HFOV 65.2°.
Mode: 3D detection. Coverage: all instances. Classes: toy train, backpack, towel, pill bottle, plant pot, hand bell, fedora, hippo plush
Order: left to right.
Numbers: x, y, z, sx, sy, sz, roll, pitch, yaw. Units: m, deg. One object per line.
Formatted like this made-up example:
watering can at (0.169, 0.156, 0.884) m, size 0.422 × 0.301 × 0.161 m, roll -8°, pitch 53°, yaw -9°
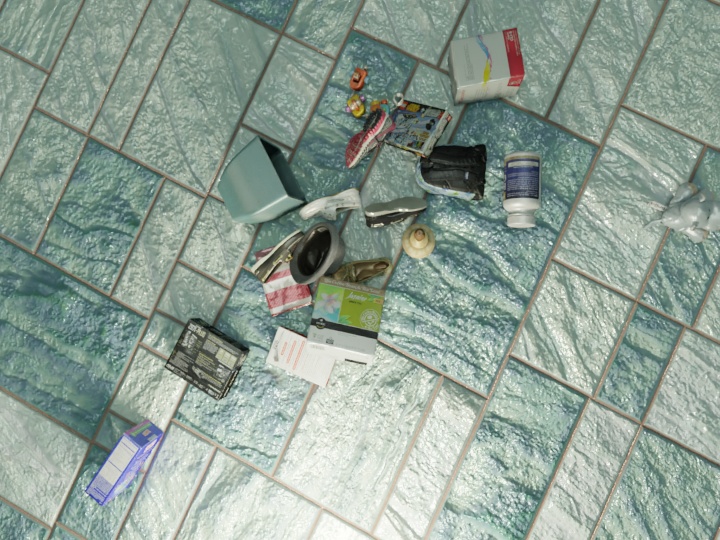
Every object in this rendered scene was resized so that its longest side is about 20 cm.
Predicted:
plant pot at (-0.305, -0.244, 1.672) m, size 0.196 × 0.196 × 0.200 m, roll -29°, pitch 85°, yaw 11°
towel at (-0.236, 0.022, 1.728) m, size 0.140 × 0.023 × 0.206 m, roll -17°, pitch 85°, yaw 4°
fedora at (-0.115, -0.043, 1.672) m, size 0.202 × 0.089 × 0.178 m, roll -53°, pitch 44°, yaw 14°
toy train at (0.027, -0.533, 1.709) m, size 0.197 × 0.055 × 0.153 m, roll 34°, pitch 95°, yaw 17°
hand bell at (0.168, -0.097, 1.611) m, size 0.100 × 0.200 × 0.108 m, roll 0°, pitch 86°, yaw 5°
backpack at (0.257, -0.291, 1.656) m, size 0.193 × 0.153 × 0.169 m, roll 2°, pitch 89°, yaw -15°
pill bottle at (0.470, -0.233, 1.638) m, size 0.107 × 0.111 × 0.208 m, roll 2°, pitch 86°, yaw 5°
hippo plush at (0.932, -0.177, 1.570) m, size 0.194 × 0.161 × 0.165 m, roll 15°, pitch 88°, yaw 5°

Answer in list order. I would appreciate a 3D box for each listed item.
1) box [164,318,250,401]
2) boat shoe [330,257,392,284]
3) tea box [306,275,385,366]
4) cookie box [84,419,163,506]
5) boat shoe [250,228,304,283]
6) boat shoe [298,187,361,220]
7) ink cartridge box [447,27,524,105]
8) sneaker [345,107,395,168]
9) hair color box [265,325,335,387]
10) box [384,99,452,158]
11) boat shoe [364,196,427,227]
box at (-0.461, 0.265, 1.699) m, size 0.196 × 0.086 × 0.167 m, roll 28°, pitch 89°, yaw 6°
boat shoe at (0.000, 0.000, 1.688) m, size 0.194 × 0.063 × 0.076 m, roll -18°, pitch 86°, yaw 4°
tea box at (-0.042, 0.148, 1.617) m, size 0.193 × 0.134 × 0.203 m, roll 11°, pitch 68°, yaw 0°
cookie box at (-0.690, 0.560, 1.660) m, size 0.074 × 0.171 × 0.203 m, roll 35°, pitch 89°, yaw 3°
boat shoe at (-0.237, -0.044, 1.688) m, size 0.200 × 0.072 × 0.061 m, roll -40°, pitch 88°, yaw 10°
boat shoe at (-0.089, -0.185, 1.703) m, size 0.194 × 0.071 × 0.071 m, roll -20°, pitch 83°, yaw 2°
ink cartridge box at (0.361, -0.592, 1.652) m, size 0.193 × 0.145 × 0.150 m, roll -9°, pitch 85°, yaw 4°
sneaker at (0.026, -0.382, 1.688) m, size 0.200 × 0.073 × 0.082 m, roll -46°, pitch 43°, yaw 27°
hair color box at (-0.171, 0.256, 1.688) m, size 0.195 × 0.064 × 0.114 m, roll 23°, pitch 88°, yaw 4°
box at (0.161, -0.418, 1.653) m, size 0.199 × 0.040 × 0.139 m, roll 33°, pitch 92°, yaw 48°
boat shoe at (0.107, -0.171, 1.691) m, size 0.194 × 0.075 × 0.062 m, roll -12°, pitch 127°, yaw -12°
